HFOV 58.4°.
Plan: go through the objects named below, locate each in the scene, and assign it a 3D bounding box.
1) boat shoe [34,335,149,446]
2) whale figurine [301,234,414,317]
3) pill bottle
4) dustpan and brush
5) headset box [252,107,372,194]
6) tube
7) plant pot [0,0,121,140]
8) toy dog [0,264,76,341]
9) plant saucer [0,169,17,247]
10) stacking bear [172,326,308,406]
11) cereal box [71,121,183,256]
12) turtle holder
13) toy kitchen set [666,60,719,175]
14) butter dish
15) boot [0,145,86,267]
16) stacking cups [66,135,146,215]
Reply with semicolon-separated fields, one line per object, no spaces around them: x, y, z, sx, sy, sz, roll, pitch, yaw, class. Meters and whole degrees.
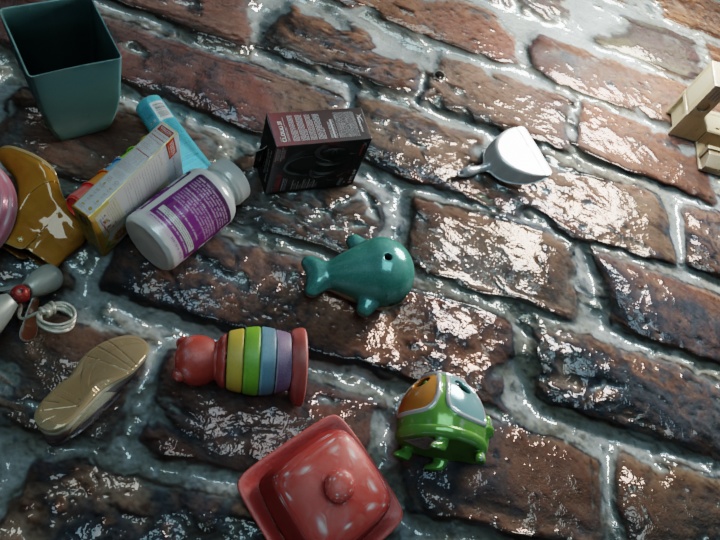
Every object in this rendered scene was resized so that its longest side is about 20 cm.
-0.387;0.172;0.939;0.072;0.065;0.200;26;40;7;boat shoe
0.000;0.000;1.122;0.199;0.104;0.160;0;64;-17;whale figurine
-0.282;-0.101;1.083;0.112;0.112;0.200;41;60;6;pill bottle
0.292;-0.230;1.368;0.199;0.057;0.140;-13;67;-30;dustpan and brush
-0.098;-0.217;1.178;0.199;0.149;0.078;-10;66;-22;headset box
-0.334;-0.226;1.171;0.077;0.050;0.201;-33;81;-13;tube
-0.490;-0.323;1.081;0.141;0.200;0.142;-22;73;-26;plant pot
-0.531;0.074;0.945;0.199;0.096;0.132;-17;66;-40;toy dog
-0.629;-0.091;0.973;0.199;0.051;0.202;0;71;1;plant saucer
-0.185;0.141;0.996;0.198;0.114;0.122;2;63;-11;stacking bear
-0.368;-0.130;1.042;0.039;0.144;0.200;35;65;4;cereal box
0.146;0.241;1.023;0.184;0.141;0.133;13;59;-9;turtle holder
0.869;-0.348;1.524;0.199;0.181;0.164;13;62;-5;toy kitchen set
-0.043;0.318;0.921;0.199;0.148;0.200;-29;75;-28;butter dish
-0.532;-0.100;1.027;0.201;0.071;0.144;34;56;-4;boot
-0.401;-0.156;1.073;0.060;0.061;0.200;31;43;0;stacking cups
